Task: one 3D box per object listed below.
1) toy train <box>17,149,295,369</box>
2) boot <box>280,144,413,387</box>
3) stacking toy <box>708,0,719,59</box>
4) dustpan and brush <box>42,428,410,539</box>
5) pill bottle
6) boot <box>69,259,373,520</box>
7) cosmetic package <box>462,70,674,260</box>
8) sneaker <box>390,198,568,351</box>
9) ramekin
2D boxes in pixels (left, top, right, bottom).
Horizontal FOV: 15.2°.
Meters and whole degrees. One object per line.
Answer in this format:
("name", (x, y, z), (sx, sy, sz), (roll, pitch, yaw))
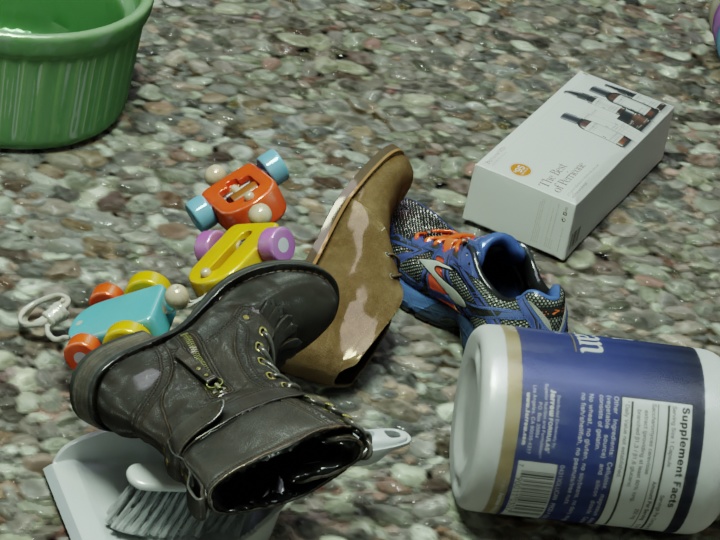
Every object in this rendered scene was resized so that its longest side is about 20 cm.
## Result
("toy train", (-0.108, 0.007, 1.680), (0.199, 0.056, 0.150), (-35, 26, -14))
("boot", (0.000, 0.000, 1.734), (0.075, 0.074, 0.201), (23, 50, 9))
("stacking toy", (0.317, -0.157, 2.114), (0.085, 0.086, 0.201), (10, 35, -1))
("dustpan and brush", (-0.067, 0.120, 1.529), (0.198, 0.058, 0.140), (-2, 32, -22))
("pill bottle", (0.159, 0.097, 1.592), (0.198, 0.112, 0.111), (7, 30, -7))
("boot", (-0.051, 0.073, 1.514), (0.199, 0.070, 0.174), (-27, 33, -29))
("cosmetic package", (0.153, -0.080, 1.951), (0.082, 0.051, 0.200), (21, 31, 18))
("sneaker", (0.078, 0.002, 1.759), (0.075, 0.079, 0.200), (-12, 37, -35))
("ramekin", (-0.250, -0.169, 1.921), (0.198, 0.098, 0.200), (8, 30, -5))
